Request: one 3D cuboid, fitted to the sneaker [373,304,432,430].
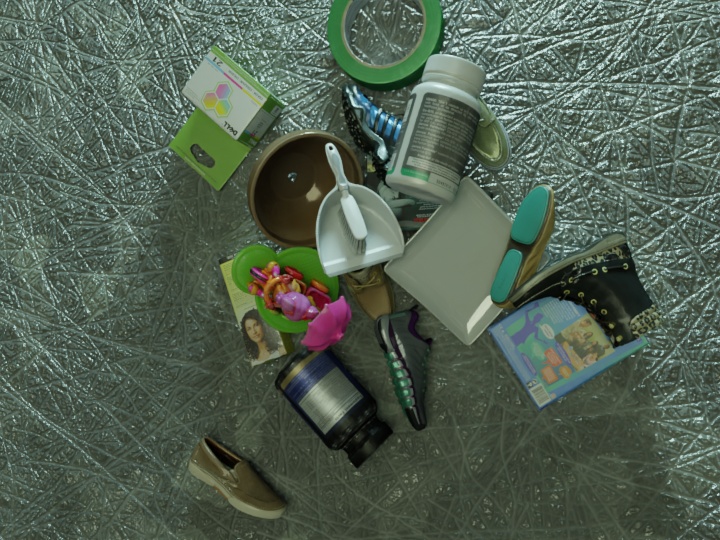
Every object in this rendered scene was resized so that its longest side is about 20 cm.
[{"bbox_3d":[0.092,0.161,1.124,0.086,0.074,0.203,-19,94,-10],"label":"sneaker"}]

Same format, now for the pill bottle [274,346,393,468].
[{"bbox_3d":[-0.042,0.225,1.133,0.112,0.112,0.200,-45,79,9],"label":"pill bottle"}]

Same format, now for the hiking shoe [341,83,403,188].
[{"bbox_3d":[0.037,-0.232,1.129,0.086,0.075,0.202,-26,76,-11],"label":"hiking shoe"}]

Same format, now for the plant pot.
[{"bbox_3d":[-0.103,-0.146,1.147,0.202,0.200,0.093,-54,36,7],"label":"plant pot"}]

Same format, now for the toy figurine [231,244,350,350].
[{"bbox_3d":[-0.094,0.047,1.065,0.199,0.184,0.151,30,93,-27],"label":"toy figurine"}]

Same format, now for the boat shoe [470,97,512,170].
[{"bbox_3d":[0.178,-0.251,1.107,0.072,0.062,0.201,-33,86,19],"label":"boat shoe"}]

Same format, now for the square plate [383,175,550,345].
[{"bbox_3d":[0.171,-0.014,1.099,0.198,0.028,0.200,41,98,-11],"label":"square plate"}]

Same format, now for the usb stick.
[{"bbox_3d":[0.151,-0.049,1.130,0.055,0.033,0.202,33,96,20],"label":"usb stick"}]

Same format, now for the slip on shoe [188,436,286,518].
[{"bbox_3d":[-0.213,0.364,1.196,0.198,0.076,0.061,26,101,21],"label":"slip on shoe"}]

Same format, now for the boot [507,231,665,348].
[{"bbox_3d":[0.336,0.049,1.001,0.202,0.074,0.155,-26,82,-8],"label":"boot"}]

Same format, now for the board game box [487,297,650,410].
[{"bbox_3d":[0.325,0.103,1.075,0.199,0.045,0.153,-34,80,11],"label":"board game box"}]

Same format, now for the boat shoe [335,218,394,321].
[{"bbox_3d":[0.000,0.000,1.134,0.073,0.066,0.202,-24,99,9],"label":"boat shoe"}]

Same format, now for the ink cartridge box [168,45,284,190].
[{"bbox_3d":[-0.257,-0.269,1.220,0.147,0.076,0.201,40,97,12],"label":"ink cartridge box"}]

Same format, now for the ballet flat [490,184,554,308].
[{"bbox_3d":[0.262,-0.034,1.063,0.069,0.062,0.202,38,110,51],"label":"ballet flat"}]

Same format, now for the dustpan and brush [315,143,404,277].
[{"bbox_3d":[-0.021,-0.105,1.069,0.138,0.057,0.202,-16,68,-13],"label":"dustpan and brush"}]

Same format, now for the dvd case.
[{"bbox_3d":[0.080,-0.168,1.143,0.144,0.022,0.203,-4,77,14],"label":"dvd case"}]

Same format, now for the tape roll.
[{"bbox_3d":[0.043,-0.413,1.161,0.197,0.048,0.204,0,88,15],"label":"tape roll"}]

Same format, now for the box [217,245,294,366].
[{"bbox_3d":[-0.185,0.062,1.207,0.074,0.050,0.202,-22,83,13],"label":"box"}]

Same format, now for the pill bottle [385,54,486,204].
[{"bbox_3d":[0.117,-0.212,1.029,0.112,0.113,0.203,17,90,14],"label":"pill bottle"}]
